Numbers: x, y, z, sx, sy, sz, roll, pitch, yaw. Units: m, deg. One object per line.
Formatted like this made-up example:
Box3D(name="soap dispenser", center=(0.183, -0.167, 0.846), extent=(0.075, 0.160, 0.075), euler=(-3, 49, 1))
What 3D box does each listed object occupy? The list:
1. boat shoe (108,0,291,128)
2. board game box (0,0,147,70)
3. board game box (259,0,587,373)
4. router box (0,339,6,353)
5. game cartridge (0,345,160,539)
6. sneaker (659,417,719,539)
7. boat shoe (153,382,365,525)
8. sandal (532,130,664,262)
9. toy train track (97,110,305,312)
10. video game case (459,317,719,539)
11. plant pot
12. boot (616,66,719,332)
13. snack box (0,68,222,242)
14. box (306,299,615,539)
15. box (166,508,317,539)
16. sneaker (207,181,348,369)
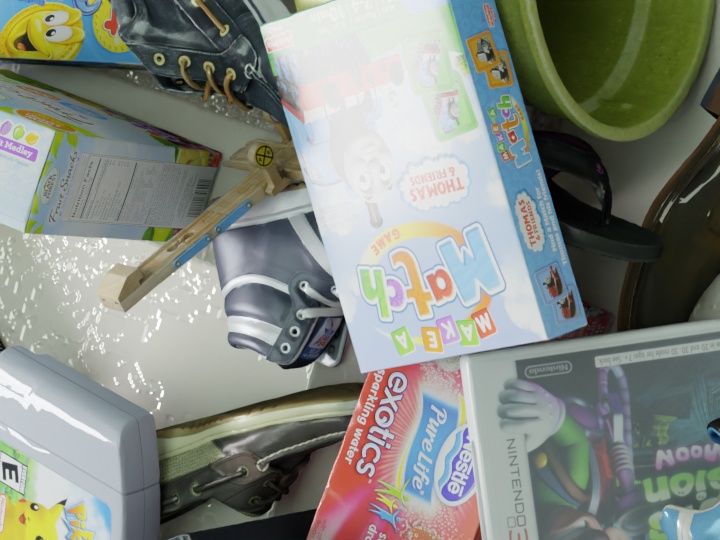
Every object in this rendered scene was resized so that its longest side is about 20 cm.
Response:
Box3D(name="boat shoe", center=(-0.075, -0.119, 1.513), extent=(0.091, 0.071, 0.200), euler=(-33, 62, 1))
Box3D(name="board game box", center=(-0.195, -0.228, 1.630), extent=(0.195, 0.056, 0.201), euler=(4, 92, 25))
Box3D(name="board game box", center=(0.031, -0.053, 1.381), extent=(0.151, 0.037, 0.201), euler=(-13, 96, 49))
Box3D(name="router box", center=(-0.333, 0.068, 1.696), extent=(0.200, 0.051, 0.149), euler=(-34, 78, 21))
Box3D(name="game cartridge", center=(-0.182, 0.161, 1.597), extent=(0.133, 0.040, 0.201), euler=(24, 116, 31))
Box3D(name="sneaker", center=(0.233, 0.077, 1.384), extent=(0.072, 0.072, 0.200), euler=(36, 75, 5))
Box3D(name="boat shoe", center=(-0.068, 0.115, 1.566), extent=(0.200, 0.072, 0.066), euler=(-16, 89, 30))
Box3D(name="sandal", center=(0.082, -0.062, 1.423), extent=(0.200, 0.075, 0.048), euler=(31, 111, 31))
Box3D(name="toy train track", center=(-0.078, -0.049, 1.516), extent=(0.115, 0.200, 0.033), euler=(12, 137, 53))
Box3D(name="video game case", center=(0.162, 0.122, 1.415), extent=(0.199, 0.023, 0.183), euler=(-7, 91, -11))
Box3D(name="plant pot", center=(0.070, -0.170, 1.446), extent=(0.184, 0.200, 0.201), euler=(1, 90, 37))
Box3D(name="boot", center=(0.215, -0.026, 1.427), extent=(0.097, 0.075, 0.201), euler=(27, 99, 26))
Box3D(name="snack box", center=(-0.204, -0.074, 1.555), extent=(0.168, 0.200, 0.068), euler=(21, 99, 23))
Box3D(name="box", center=(0.055, 0.097, 1.489), extent=(0.099, 0.095, 0.201), euler=(25, 100, 23))
Box3D(name="box", center=(-0.073, 0.226, 1.492), extent=(0.107, 0.200, 0.149), euler=(-21, 81, 23))
Box3D(name="sneaker", center=(0.000, 0.000, 1.528), extent=(0.199, 0.070, 0.109), euler=(-8, 82, 32))
